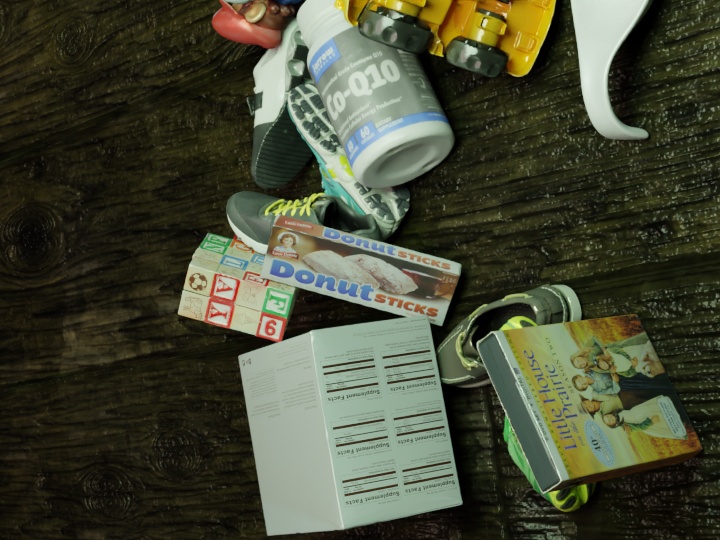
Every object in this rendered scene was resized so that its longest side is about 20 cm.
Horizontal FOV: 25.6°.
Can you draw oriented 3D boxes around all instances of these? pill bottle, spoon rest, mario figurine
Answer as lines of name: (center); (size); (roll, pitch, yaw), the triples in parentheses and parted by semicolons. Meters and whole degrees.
pill bottle: (0.011, -0.198, 1.665); (0.114, 0.114, 0.200); (-42, 63, 41)
spoon rest: (0.233, -0.220, 1.456); (0.099, 0.061, 0.201); (2, 96, 48)
mario figurine: (-0.088, -0.330, 1.733); (0.200, 0.123, 0.106); (-35, 51, 19)

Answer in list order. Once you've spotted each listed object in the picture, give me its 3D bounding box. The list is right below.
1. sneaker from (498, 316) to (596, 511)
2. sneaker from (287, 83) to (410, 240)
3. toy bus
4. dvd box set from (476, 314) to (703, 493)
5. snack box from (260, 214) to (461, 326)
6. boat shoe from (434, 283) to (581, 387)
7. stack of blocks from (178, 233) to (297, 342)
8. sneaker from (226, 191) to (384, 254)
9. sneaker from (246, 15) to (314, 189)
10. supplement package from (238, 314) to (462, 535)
sneaker: (0.162, 0.141, 1.528); (0.083, 0.074, 0.200); (7, 119, 56)
sneaker: (-0.026, -0.116, 1.738); (0.200, 0.077, 0.080); (59, 144, 16)
toy bus: (0.073, -0.278, 1.572); (0.192, 0.199, 0.136); (-138, 66, -74)
dvd box set: (0.206, 0.114, 1.411); (0.029, 0.200, 0.147); (-42, 62, 41)
snack box: (0.000, 0.000, 1.652); (0.024, 0.199, 0.072); (-78, 4, -52)
boat shoe: (0.132, 0.068, 1.593); (0.202, 0.060, 0.072); (-32, 71, 45)
stack of blocks: (-0.122, 0.003, 1.750); (0.115, 0.200, 0.059); (15, 110, 1)
sneaker: (-0.054, -0.055, 1.707); (0.200, 0.075, 0.085); (21, 137, 19)
sneaker: (-0.090, -0.194, 1.812); (0.088, 0.074, 0.201); (25, 99, 49)
supplement package: (-0.014, 0.166, 1.674); (0.191, 0.147, 0.201); (-21, 77, 61)
